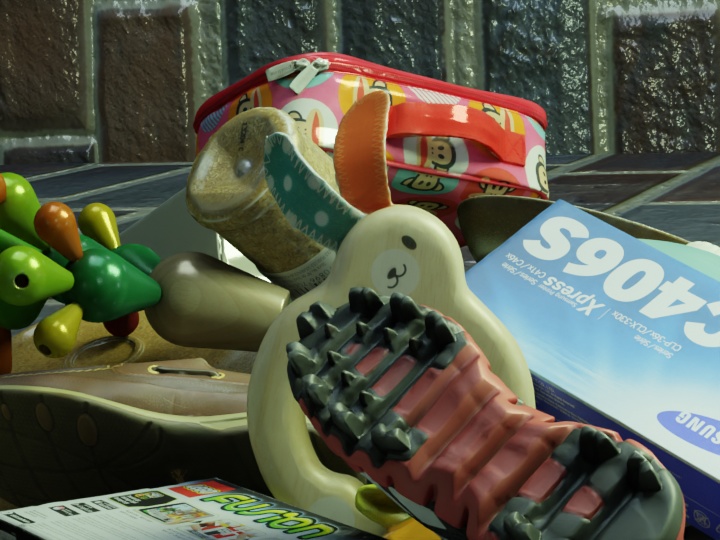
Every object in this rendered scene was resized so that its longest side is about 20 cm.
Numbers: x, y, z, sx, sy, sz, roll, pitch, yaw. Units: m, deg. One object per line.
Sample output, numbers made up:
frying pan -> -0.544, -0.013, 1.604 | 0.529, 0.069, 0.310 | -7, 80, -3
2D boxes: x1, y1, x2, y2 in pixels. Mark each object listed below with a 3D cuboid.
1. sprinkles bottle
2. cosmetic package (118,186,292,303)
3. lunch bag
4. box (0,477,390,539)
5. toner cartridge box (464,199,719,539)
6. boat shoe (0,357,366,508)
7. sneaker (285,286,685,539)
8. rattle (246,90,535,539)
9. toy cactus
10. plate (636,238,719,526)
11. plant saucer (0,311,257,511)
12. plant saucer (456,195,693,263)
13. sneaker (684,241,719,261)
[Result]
sprinkles bottle -> 0.000, 0.000, 1.192 | 0.068, 0.068, 0.200 | 5, -28, 45
cosmetic package -> -0.086, 0.004, 1.442 | 0.103, 0.073, 0.200 | 4, -19, -29
lunch bag -> 0.011, -0.069, 1.461 | 0.200, 0.082, 0.176 | 11, -20, -30
box -> -0.060, 0.121, 0.954 | 0.110, 0.035, 0.200 | -6, 8, -29
toner cartridge box -> 0.131, 0.045, 1.061 | 0.095, 0.043, 0.200 | -39, 48, -26
boat shoe -> -0.091, 0.077, 1.120 | 0.199, 0.072, 0.068 | 4, 28, 10
sneaker -> 0.048, 0.079, 0.917 | 0.071, 0.098, 0.200 | -44, 49, -15
rattle -> 0.003, 0.029, 1.000 | 0.130, 0.201, 0.143 | 0, 7, 19
toy cactus -> -0.119, 0.013, 1.147 | 0.165, 0.103, 0.200 | 14, -8, 5
plate -> 0.111, 0.045, 1.119 | 0.199, 0.026, 0.200 | -6, 41, 5
plant saucer -> -0.127, 0.057, 1.226 | 0.200, 0.036, 0.200 | -12, 24, 5
plant saucer -> 0.149, 0.006, 1.428 | 0.200, 0.032, 0.200 | 17, -10, 3
sneaker -> 0.194, 0.073, 1.146 | 0.111, 0.077, 0.200 | -42, 55, -19
